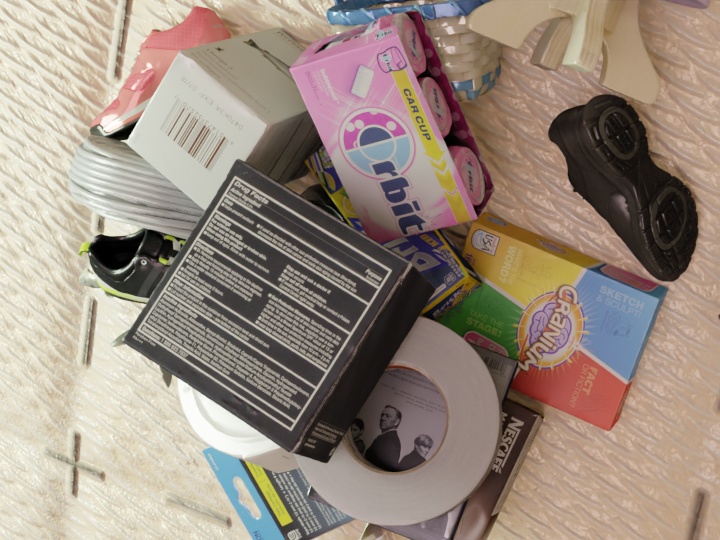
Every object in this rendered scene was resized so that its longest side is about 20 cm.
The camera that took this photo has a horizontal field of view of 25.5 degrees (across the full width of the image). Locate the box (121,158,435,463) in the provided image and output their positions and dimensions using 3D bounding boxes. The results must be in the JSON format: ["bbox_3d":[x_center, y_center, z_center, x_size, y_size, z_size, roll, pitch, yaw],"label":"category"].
[{"bbox_3d":[-0.071,0.040,1.456,0.200,0.123,0.198,32,88,18],"label":"box"}]

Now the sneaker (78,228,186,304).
[{"bbox_3d":[-0.195,-0.003,1.613,0.200,0.072,0.083,0,147,21],"label":"sneaker"}]

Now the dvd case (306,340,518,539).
[{"bbox_3d":[0.051,0.156,1.562,0.150,0.025,0.200,21,86,13],"label":"dvd case"}]

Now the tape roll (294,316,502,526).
[{"bbox_3d":[0.035,0.143,1.518,0.200,0.066,0.200,-1,82,7],"label":"tape roll"}]

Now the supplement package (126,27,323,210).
[{"bbox_3d":[-0.112,-0.151,1.563,0.117,0.200,0.117,39,117,10],"label":"supplement package"}]

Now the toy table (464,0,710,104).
[{"bbox_3d":[0.201,-0.233,1.415,0.200,0.184,0.117,22,95,3],"label":"toy table"}]

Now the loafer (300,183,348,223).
[{"bbox_3d":[0.000,0.000,1.636,0.200,0.070,0.070,51,123,12],"label":"loafer"}]

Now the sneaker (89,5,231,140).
[{"bbox_3d":[-0.211,-0.206,1.676,0.200,0.074,0.087,-30,78,24],"label":"sneaker"}]

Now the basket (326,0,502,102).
[{"bbox_3d":[0.051,-0.259,1.493,0.176,0.139,0.200,3,114,22],"label":"basket"}]

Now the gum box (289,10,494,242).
[{"bbox_3d":[0.029,-0.133,1.451,0.113,0.066,0.200,-13,115,28],"label":"gum box"}]

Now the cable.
[{"bbox_3d":[-0.200,-0.081,1.628,0.200,0.200,0.069,15,96,-11],"label":"cable"}]

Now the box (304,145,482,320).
[{"bbox_3d":[0.033,-0.047,1.570,0.070,0.064,0.200,-39,72,8],"label":"box"}]

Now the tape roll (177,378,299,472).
[{"bbox_3d":[-0.090,0.103,1.647,0.202,0.071,0.203,-10,67,26],"label":"tape roll"}]

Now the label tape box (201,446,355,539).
[{"bbox_3d":[-0.052,0.208,1.718,0.200,0.066,0.143,-29,92,29],"label":"label tape box"}]

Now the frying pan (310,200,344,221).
[{"bbox_3d":[-0.040,0.022,1.583,0.115,0.031,0.190,-27,70,31],"label":"frying pan"}]

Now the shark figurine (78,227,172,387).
[{"bbox_3d":[-0.218,0.026,1.720,0.128,0.214,0.090,-43,127,0],"label":"shark figurine"}]

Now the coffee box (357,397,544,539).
[{"bbox_3d":[0.092,0.212,1.601,0.113,0.080,0.200,26,88,13],"label":"coffee box"}]

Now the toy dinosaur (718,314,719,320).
[{"bbox_3d":[0.394,-0.011,1.450,0.135,0.086,0.200,9,103,29],"label":"toy dinosaur"}]

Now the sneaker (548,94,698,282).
[{"bbox_3d":[0.249,-0.077,1.503,0.091,0.076,0.200,-3,121,58],"label":"sneaker"}]

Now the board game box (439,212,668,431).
[{"bbox_3d":[0.185,0.050,1.580,0.200,0.040,0.153,23,113,17],"label":"board game box"}]
